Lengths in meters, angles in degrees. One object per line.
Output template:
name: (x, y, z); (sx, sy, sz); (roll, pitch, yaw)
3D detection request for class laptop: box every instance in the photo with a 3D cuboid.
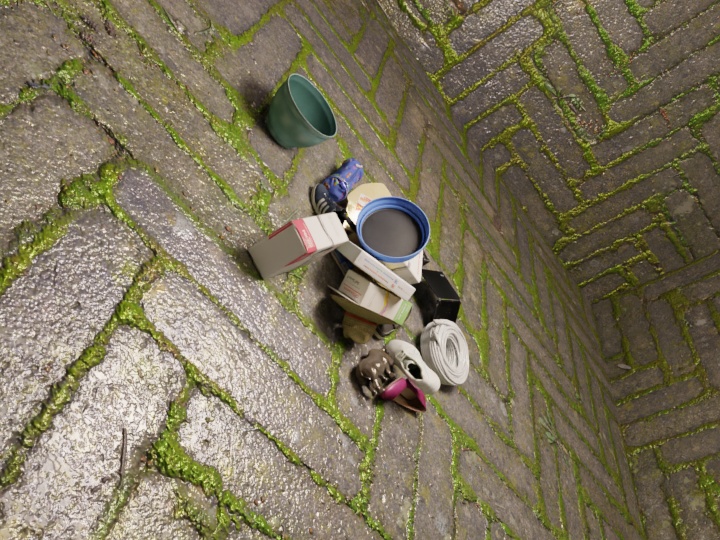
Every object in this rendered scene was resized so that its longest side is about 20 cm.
laptop: (0.243, 0.108, 2.039); (0.177, 0.103, 0.202); (6, 100, -57)

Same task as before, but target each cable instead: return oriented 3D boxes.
cable: (0.256, 0.247, 1.901); (0.199, 0.069, 0.202); (5, 72, -55)

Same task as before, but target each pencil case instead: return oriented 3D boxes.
pencil case: (-0.048, -0.274, 1.893); (0.078, 0.086, 0.200); (57, 28, -14)

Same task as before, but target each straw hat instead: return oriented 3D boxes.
straw hat: (-0.003, 0.136, 1.569); (0.201, 0.200, 0.086); (28, 83, -45)

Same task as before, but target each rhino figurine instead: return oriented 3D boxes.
rhino figurine: (0.045, 0.241, 1.589); (0.088, 0.060, 0.200); (51, 24, 0)

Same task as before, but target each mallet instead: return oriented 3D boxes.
mallet: (-0.006, -0.112, 1.733); (0.200, 0.041, 0.066); (55, 31, -46)

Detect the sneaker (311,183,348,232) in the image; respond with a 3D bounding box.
sneaker: (-0.078, -0.167, 1.742); (0.075, 0.084, 0.201); (24, 44, -48)

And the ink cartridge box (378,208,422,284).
ink cartridge box: (0.103, -0.068, 1.808); (0.200, 0.082, 0.147); (51, 37, -46)

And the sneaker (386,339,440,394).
sneaker: (0.128, 0.237, 1.646); (0.200, 0.071, 0.080); (42, 1, 44)

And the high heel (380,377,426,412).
high heel: (0.116, 0.327, 1.612); (0.096, 0.067, 0.200); (57, 22, 18)

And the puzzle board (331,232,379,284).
puzzle board: (0.000, 0.000, 1.767); (0.151, 0.017, 0.201); (-33, 93, -52)

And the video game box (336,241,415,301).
video game box: (0.035, -0.006, 1.654); (0.182, 0.047, 0.200); (33, 2, -19)

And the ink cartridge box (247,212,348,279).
ink cartridge box: (-0.140, -0.060, 1.469); (0.085, 0.145, 0.200); (62, 28, 1)

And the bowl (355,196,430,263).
bowl: (0.085, -0.107, 1.683); (0.199, 0.039, 0.202); (3, 57, -5)

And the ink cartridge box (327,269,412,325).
ink cartridge box: (0.024, 0.063, 1.639); (0.199, 0.068, 0.117); (27, 2, -37)

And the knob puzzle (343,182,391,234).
knob puzzle: (0.035, -0.174, 1.903); (0.218, 0.030, 0.222); (8, 74, -30)

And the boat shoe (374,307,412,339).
boat shoe: (0.090, 0.129, 1.762); (0.072, 0.066, 0.201); (60, 27, -1)

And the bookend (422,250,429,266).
bookend: (0.162, -0.083, 2.023); (0.198, 0.092, 0.201); (14, 48, -63)

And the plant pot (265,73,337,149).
plant pot: (-0.179, -0.425, 1.763); (0.200, 0.134, 0.201); (41, 33, -34)
